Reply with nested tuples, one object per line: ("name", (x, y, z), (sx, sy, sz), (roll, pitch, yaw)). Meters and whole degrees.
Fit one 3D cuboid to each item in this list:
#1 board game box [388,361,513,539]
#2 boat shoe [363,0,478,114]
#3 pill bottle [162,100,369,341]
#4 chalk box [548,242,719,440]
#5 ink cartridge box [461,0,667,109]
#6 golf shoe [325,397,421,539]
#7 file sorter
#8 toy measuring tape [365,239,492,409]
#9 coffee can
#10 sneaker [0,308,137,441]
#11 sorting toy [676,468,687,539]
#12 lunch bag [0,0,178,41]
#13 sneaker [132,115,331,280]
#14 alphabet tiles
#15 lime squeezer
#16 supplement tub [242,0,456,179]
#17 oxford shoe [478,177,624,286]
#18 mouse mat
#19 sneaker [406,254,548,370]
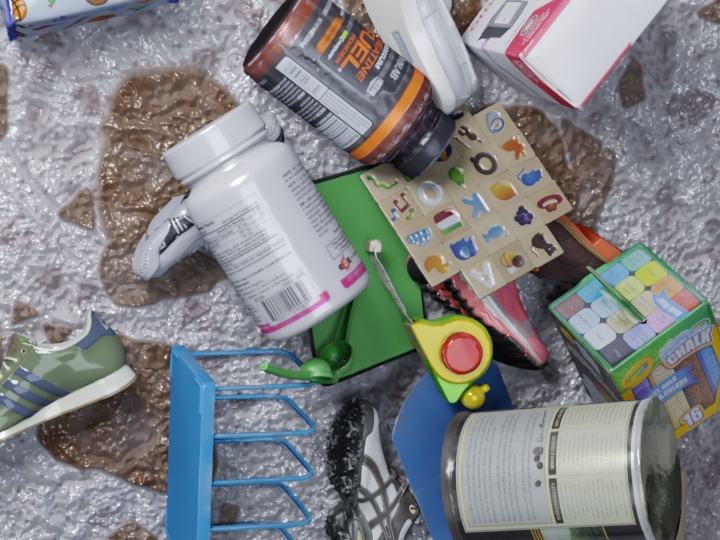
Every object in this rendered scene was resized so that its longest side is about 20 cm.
("board game box", (0.097, 0.186, 1.781), (0.158, 0.039, 0.200), (-34, 112, -33))
("boat shoe", (0.059, -0.250, 1.674), (0.068, 0.072, 0.200), (-33, 103, -28))
("pill bottle", (-0.088, -0.046, 1.573), (0.113, 0.113, 0.200), (-32, 98, -6))
("chalk box", (0.282, 0.066, 1.737), (0.124, 0.124, 0.200), (-34, 133, -5))
("ink cartridge box", (0.191, -0.242, 1.637), (0.086, 0.200, 0.148), (37, 91, -19))
("golf shoe", (0.016, 0.220, 1.766), (0.094, 0.078, 0.200), (-6, 113, -20))
("file sorter", (-0.116, 0.186, 1.685), (0.123, 0.139, 0.200), (0, 102, -18))
("toy measuring tape", (0.078, 0.045, 1.705), (0.074, 0.074, 0.200), (-29, 99, -7))
("coffee can", (0.196, 0.203, 1.679), (0.200, 0.146, 0.147), (-7, 108, 25))
("sneaker", (-0.322, 0.103, 1.653), (0.200, 0.067, 0.090), (-23, 100, -9))
("sorting toy", (0.240, 0.292, 1.790), (0.200, 0.036, 0.185), (4, 88, -4))
("lunch bag", (-0.262, -0.325, 1.542), (0.170, 0.124, 0.200), (-14, 92, -12))
("sneaker", (-0.121, -0.044, 1.663), (0.115, 0.075, 0.200), (44, 85, -17))
("alphabet tiles", (0.104, -0.076, 1.691), (0.166, 0.006, 0.200), (-29, 76, -16))
("lime squeezer", (-0.034, 0.077, 1.614), (0.038, 0.200, 0.071), (15, 120, 22))
("supplement tub", (-0.006, -0.173, 1.640), (0.200, 0.107, 0.107), (36, 91, -14))
("oxford shoe", (0.185, -0.031, 1.753), (0.200, 0.071, 0.073), (31, 97, -20))
("mouse mat", (0.000, 0.000, 1.696), (0.161, 0.008, 0.200), (-18, 105, -42))
("sneaker", (0.138, 0.023, 1.752), (0.200, 0.074, 0.087), (46, 67, -26))
